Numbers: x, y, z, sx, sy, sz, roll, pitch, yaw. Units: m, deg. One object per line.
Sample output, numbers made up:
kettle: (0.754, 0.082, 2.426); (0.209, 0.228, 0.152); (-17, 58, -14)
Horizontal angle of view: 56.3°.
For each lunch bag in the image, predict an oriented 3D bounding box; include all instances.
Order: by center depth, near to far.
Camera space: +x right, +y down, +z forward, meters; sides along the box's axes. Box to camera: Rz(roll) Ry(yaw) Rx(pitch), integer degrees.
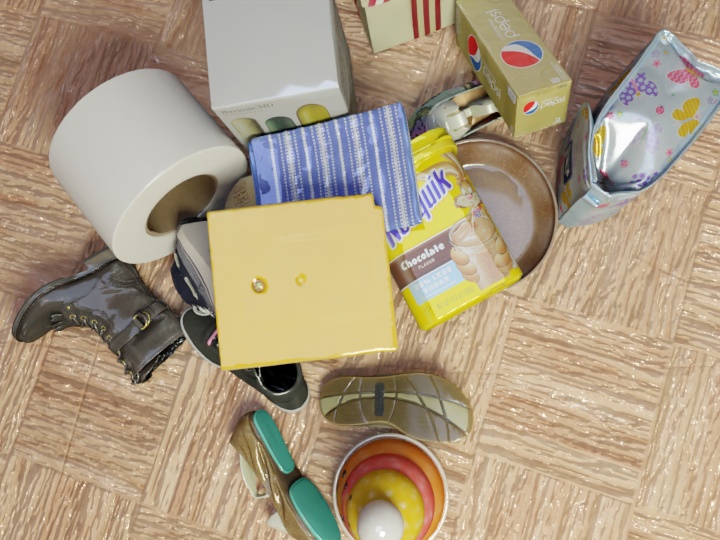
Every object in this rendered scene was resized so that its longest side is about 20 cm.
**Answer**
lunch bag: (0.309, -0.150, 0.796); (0.127, 0.170, 0.201); (37, 87, 9)

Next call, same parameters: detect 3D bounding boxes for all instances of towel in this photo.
towel: (-0.034, -0.107, 0.789); (0.197, 0.024, 0.147); (-10, 83, 15)

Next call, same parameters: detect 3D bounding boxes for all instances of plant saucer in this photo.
plant saucer: (0.152, -0.068, 0.870); (0.197, 0.037, 0.203); (-1, 80, 7)

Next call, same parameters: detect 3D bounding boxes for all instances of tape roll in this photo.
tape roll: (-0.261, -0.128, 0.843); (0.202, 0.203, 0.139); (-42, 79, -1)

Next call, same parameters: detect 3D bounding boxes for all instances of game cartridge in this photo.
game cartridge: (-0.065, 0.012, 0.750); (0.197, 0.032, 0.179); (-6, 86, -1)

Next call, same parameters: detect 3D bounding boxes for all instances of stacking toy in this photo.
stacking toy: (0.028, 0.262, 0.749); (0.144, 0.200, 0.148); (-1, 80, 6)

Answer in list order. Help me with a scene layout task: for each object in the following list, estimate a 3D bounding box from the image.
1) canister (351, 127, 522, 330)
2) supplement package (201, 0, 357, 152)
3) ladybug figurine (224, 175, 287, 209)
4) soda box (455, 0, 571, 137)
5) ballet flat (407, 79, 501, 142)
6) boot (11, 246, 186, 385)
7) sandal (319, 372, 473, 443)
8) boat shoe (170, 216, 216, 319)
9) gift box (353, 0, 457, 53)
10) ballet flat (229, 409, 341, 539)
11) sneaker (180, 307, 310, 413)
canister: (0.087, -0.047, 0.813); (0.147, 0.087, 0.202); (-29, 80, 4)
supplement package: (-0.091, -0.244, 0.843); (0.150, 0.200, 0.153); (-8, 80, 6)
ladybug figurine: (-0.105, -0.031, 0.865); (0.135, 0.072, 0.202); (-27, 81, 29)
soda box: (0.181, -0.260, 0.827); (0.067, 0.064, 0.202); (-17, 55, -3)
ballet flat: (0.146, -0.208, 0.871); (0.198, 0.071, 0.070); (-26, 112, 1)
boot: (-0.336, 0.079, 0.884); (0.199, 0.069, 0.175); (-38, 79, -7)
sandal: (0.045, 0.169, 0.841); (0.197, 0.054, 0.081); (0, 75, 22)
boat shoe: (-0.174, 0.032, 0.841); (0.074, 0.093, 0.201); (-12, 55, -37)
gift box: (0.045, -0.402, 0.859); (0.198, 0.187, 0.186); (-24, 79, 1)
ballet flat: (-0.101, 0.272, 0.837); (0.072, 0.068, 0.201); (-40, 78, 20)
sneaker: (-0.143, 0.096, 0.838); (0.199, 0.099, 0.071); (35, 68, 7)
